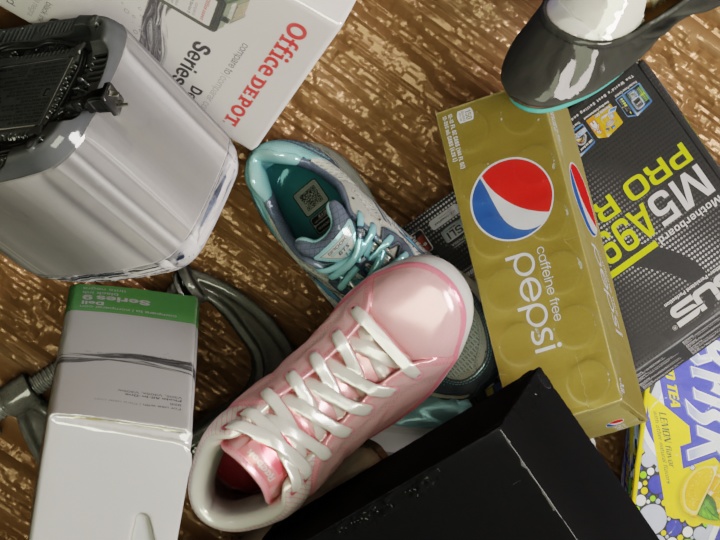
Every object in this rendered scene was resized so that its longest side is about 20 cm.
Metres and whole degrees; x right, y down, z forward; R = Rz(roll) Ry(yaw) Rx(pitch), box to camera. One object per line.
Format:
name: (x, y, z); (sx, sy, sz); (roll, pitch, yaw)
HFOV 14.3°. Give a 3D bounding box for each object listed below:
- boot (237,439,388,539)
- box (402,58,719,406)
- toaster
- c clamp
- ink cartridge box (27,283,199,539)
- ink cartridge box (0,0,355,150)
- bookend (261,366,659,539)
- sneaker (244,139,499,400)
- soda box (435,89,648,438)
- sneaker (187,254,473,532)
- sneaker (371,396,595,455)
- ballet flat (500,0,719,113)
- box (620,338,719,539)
boot: (-0.052, 0.174, 1.711); (0.146, 0.200, 0.070); (-22, 68, -14)
box: (0.132, -0.003, 1.692); (0.200, 0.044, 0.160); (-35, 67, 8)
toaster: (-0.160, -0.067, 1.633); (0.129, 0.200, 0.114); (41, 59, -35)
c clamp: (-0.146, 0.064, 1.752); (0.200, 0.027, 0.171); (-27, 104, 6)
ink cartridge box: (-0.143, 0.112, 1.652); (0.084, 0.200, 0.146); (8, 110, -5)
ink cartridge box: (-0.106, -0.178, 1.619); (0.200, 0.084, 0.146); (30, 145, -7)
bookend: (0.067, 0.193, 1.583); (0.199, 0.092, 0.200); (-33, 96, 26)
sneaker: (0.000, 0.000, 1.665); (0.200, 0.086, 0.078); (44, 96, 20)
soda box: (0.104, -0.002, 1.643); (0.068, 0.064, 0.200); (-18, 71, 15)
sneaker: (-0.020, 0.077, 1.608); (0.200, 0.105, 0.075); (-41, 94, 22)
sneaker: (0.047, 0.086, 1.755); (0.199, 0.074, 0.082); (2, 66, 7)
ballet flat: (0.156, -0.164, 1.644); (0.200, 0.068, 0.069); (-34, 144, -29)
box: (0.199, 0.096, 1.755); (0.070, 0.064, 0.201); (4, 106, -3)
